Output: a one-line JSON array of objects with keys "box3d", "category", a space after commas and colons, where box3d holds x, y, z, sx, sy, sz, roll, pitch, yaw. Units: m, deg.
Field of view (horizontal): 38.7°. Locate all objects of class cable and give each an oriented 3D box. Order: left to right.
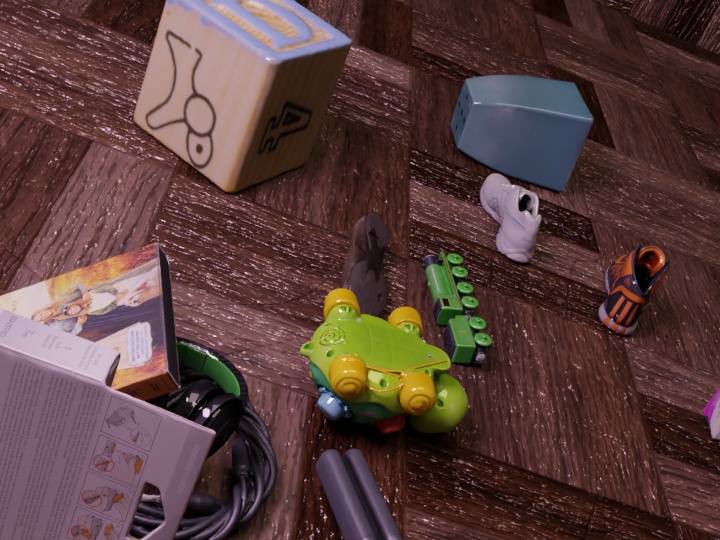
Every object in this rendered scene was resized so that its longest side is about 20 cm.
[{"box3d": [-0.148, 0.160, 0.930, 0.162, 0.051, 0.200, 36, 32, 15], "category": "cable"}]

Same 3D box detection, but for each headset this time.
[{"box3d": [-0.169, 0.129, 0.881, 0.122, 0.095, 0.200, 23, 22, -3], "category": "headset"}]

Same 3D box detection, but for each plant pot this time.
[{"box3d": [0.261, -0.244, 1.732, 0.197, 0.143, 0.142, 10, 34, -11], "category": "plant pot"}]

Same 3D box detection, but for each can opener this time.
[{"box3d": [0.019, 0.233, 0.928, 0.053, 0.067, 0.201, 5, 38, -31], "category": "can opener"}]

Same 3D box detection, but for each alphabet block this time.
[{"box3d": [-0.159, -0.255, 1.380, 0.195, 0.201, 0.196, 38, 34, 18], "category": "alphabet block"}]

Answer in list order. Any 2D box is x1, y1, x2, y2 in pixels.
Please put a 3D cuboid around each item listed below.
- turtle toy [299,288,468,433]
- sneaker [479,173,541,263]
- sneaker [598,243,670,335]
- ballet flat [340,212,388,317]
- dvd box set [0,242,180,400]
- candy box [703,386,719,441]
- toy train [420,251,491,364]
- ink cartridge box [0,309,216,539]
[{"box3d": [0.027, 0.113, 1.075, 0.197, 0.102, 0.147, 17, 32, -16], "category": "turtle toy"}, {"box3d": [0.235, -0.097, 1.548, 0.069, 0.081, 0.201, 12, 33, -17], "category": "sneaker"}, {"box3d": [0.409, 0.005, 1.490, 0.077, 0.113, 0.200, 27, 32, 3], "category": "sneaker"}, {"box3d": [0.000, 0.000, 1.280, 0.067, 0.046, 0.201, 47, 29, -27], "category": "ballet flat"}, {"box3d": [-0.252, 0.065, 0.863, 0.197, 0.030, 0.148, -18, 48, 4], "category": "dvd box set"}, {"box3d": [0.568, 0.183, 1.327, 0.198, 0.137, 0.061, 21, 30, -9], "category": "candy box"}, {"box3d": [0.118, 0.044, 1.300, 0.056, 0.042, 0.201, 4, 37, -14], "category": "toy train"}, {"box3d": [-0.211, 0.146, 0.763, 0.174, 0.202, 0.045, 22, 30, -6], "category": "ink cartridge box"}]
